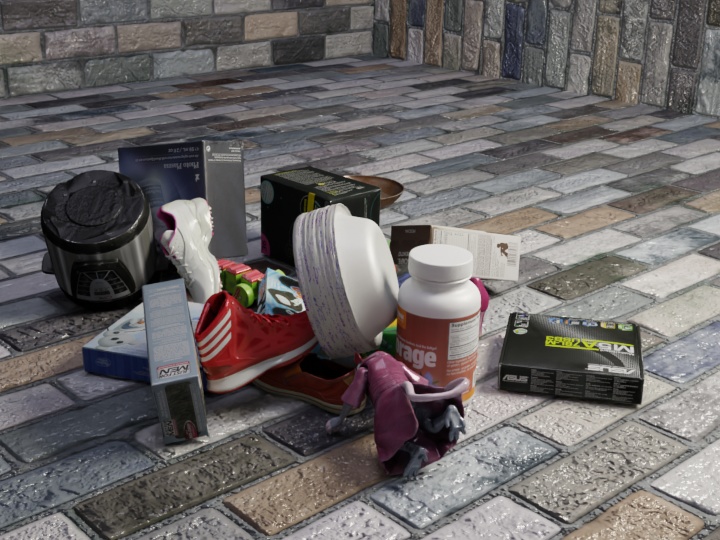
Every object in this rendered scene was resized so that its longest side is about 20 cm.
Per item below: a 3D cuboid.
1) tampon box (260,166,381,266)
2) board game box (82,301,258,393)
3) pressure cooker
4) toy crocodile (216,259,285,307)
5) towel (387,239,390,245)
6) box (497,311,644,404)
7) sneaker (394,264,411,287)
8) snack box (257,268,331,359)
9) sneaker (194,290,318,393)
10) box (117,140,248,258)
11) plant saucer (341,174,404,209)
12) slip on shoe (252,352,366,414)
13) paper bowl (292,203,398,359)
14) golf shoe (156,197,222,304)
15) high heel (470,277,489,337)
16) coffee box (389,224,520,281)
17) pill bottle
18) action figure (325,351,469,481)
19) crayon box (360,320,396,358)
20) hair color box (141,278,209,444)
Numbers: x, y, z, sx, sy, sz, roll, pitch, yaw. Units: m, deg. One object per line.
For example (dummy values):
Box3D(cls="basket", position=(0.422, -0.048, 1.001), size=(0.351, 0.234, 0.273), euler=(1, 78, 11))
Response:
Box3D(cls="tampon box", position=(-0.076, -0.089, 1.869), size=(0.125, 0.152, 0.199), euler=(-16, 26, -41))
Box3D(cls="board game box", position=(-0.264, 0.103, 1.495), size=(0.197, 0.044, 0.199), euler=(8, 23, 17))
Box3D(cls="pressure cooker", position=(-0.411, -0.036, 1.660), size=(0.175, 0.202, 0.178), euler=(34, 55, 23))
Box3D(cls="toy crocodile", position=(-0.205, 0.014, 1.712), size=(0.198, 0.063, 0.067), euler=(16, 25, 36))
Box3D(cls="towel", position=(0.126, -0.036, 1.927), size=(0.198, 0.024, 0.151), euler=(-16, 27, -42))
Box3D(cls="box", position=(0.301, 0.121, 1.475), size=(0.197, 0.048, 0.193), euler=(5, 18, 13))
Box3D(cls="sneaker", position=(0.000, 0.000, 1.571), size=(0.196, 0.080, 0.075), euler=(1, 21, 14))
Box3D(cls="snack box", position=(-0.097, 0.067, 1.551), size=(0.115, 0.037, 0.200), euler=(25, 17, -13))
Box3D(cls="sneaker", position=(-0.131, 0.068, 1.356), size=(0.078, 0.117, 0.199), euler=(2, 25, 45))
Box3D(cls="box", position=(-0.308, -0.119, 1.794), size=(0.197, 0.202, 0.123), euler=(-1, 5, 31))
Box3D(cls="plant saucer", position=(-0.002, -0.166, 2.247), size=(0.197, 0.037, 0.201), euler=(0, 21, 0))
Box3D(cls="slip on shoe", position=(-0.077, 0.137, 1.391), size=(0.198, 0.062, 0.074), euler=(14, 25, 34))
Box3D(cls="paper bowl", position=(-0.012, 0.010, 1.387), size=(0.103, 0.204, 0.201), euler=(-14, 17, 13))
Box3D(cls="golf shoe", position=(-0.275, -0.019, 1.642), size=(0.090, 0.203, 0.075), euler=(0, -23, -33))
Box3D(cls="high heel", position=(0.159, 0.026, 1.651), size=(0.066, 0.098, 0.200), euler=(-1, 20, -5))
Box3D(cls="coffee box", position=(0.157, -0.028, 1.726), size=(0.197, 0.081, 0.112), euler=(5, -1, -34))
Box3D(cls="pill bottle", position=(0.101, 0.074, 1.364), size=(0.110, 0.203, 0.112), euler=(1, 19, 0))
Box3D(cls="action figure", position=(0.034, 0.152, 1.252), size=(0.132, 0.151, 0.200), euler=(-14, 38, -21))
Box3D(cls="crayon box", position=(0.062, 0.079, 1.555), size=(0.117, 0.059, 0.200), euler=(2, 21, 5))
Box3D(cls="hair color box", position=(-0.237, 0.111, 1.315), size=(0.060, 0.100, 0.201), euler=(-10, 37, -8))
